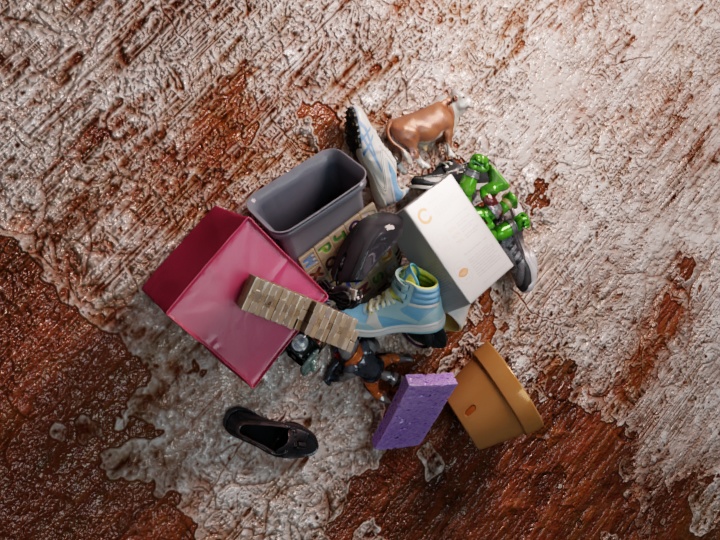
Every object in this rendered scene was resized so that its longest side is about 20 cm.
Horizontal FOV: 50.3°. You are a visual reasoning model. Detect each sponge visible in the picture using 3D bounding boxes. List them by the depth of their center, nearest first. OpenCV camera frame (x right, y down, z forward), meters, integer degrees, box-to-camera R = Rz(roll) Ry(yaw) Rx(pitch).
[{"bbox_3d":[0.103,0.276,1.496,0.110,0.030,0.202,0,133,-28],"label":"sponge"}]

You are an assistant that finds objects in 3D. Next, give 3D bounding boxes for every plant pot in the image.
[{"bbox_3d":[0.258,0.267,1.554,0.139,0.200,0.201,-34,113,0],"label":"plant pot"}]

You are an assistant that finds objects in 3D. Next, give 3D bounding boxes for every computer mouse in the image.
[{"bbox_3d":[-0.003,-0.030,1.285,0.053,0.138,0.201,47,70,-28],"label":"computer mouse"}]

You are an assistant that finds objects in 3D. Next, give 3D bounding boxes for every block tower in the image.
[{"bbox_3d":[-0.096,0.065,1.182,0.198,0.058,0.055,25,87,-30],"label":"block tower"}]

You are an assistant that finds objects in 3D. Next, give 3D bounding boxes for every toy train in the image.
[{"bbox_3d":[-0.091,0.116,1.347,0.085,0.200,0.114,37,78,5],"label":"toy train"}]

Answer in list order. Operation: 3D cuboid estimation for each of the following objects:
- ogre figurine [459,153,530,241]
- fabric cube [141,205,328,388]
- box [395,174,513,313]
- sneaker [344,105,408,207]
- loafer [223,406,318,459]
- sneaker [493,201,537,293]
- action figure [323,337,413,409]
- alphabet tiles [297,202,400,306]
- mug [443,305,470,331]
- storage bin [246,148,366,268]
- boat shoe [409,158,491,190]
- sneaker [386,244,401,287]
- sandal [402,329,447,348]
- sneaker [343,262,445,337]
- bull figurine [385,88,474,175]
[{"bbox_3d":[0.237,-0.119,1.462,0.120,0.098,0.200,-44,144,-2],"label":"ogre figurine"},{"bbox_3d":[-0.209,0.037,1.262,0.197,0.199,0.200,-49,116,-12],"label":"fabric cube"},{"bbox_3d":[0.156,-0.046,1.372,0.124,0.097,0.201,-36,93,-26],"label":"box"},{"bbox_3d":[0.028,-0.215,1.410,0.072,0.072,0.202,-31,115,-13],"label":"sneaker"},{"bbox_3d":[-0.158,0.310,1.410,0.198,0.063,0.073,26,87,-28],"label":"loafer"},{"bbox_3d":[0.290,-0.040,1.576,0.112,0.075,0.203,-19,101,-22],"label":"sneaker"},{"bbox_3d":[0.032,0.158,1.462,0.192,0.104,0.202,32,86,-37],"label":"action figure"},{"bbox_3d":[-0.010,-0.001,1.378,0.166,0.008,0.201,-38,133,-13],"label":"alphabet tiles"},{"bbox_3d":[0.161,0.019,1.503,0.148,0.187,0.155,27,75,5],"label":"mug"},{"bbox_3d":[-0.087,-0.099,1.349,0.199,0.145,0.135,-34,139,-18],"label":"storage bin"},{"bbox_3d":[0.177,-0.188,1.494,0.198,0.075,0.061,-8,104,-38],"label":"boat shoe"},{"bbox_3d":[0.000,0.000,1.431,0.199,0.075,0.117,-28,108,-23],"label":"sneaker"},{"bbox_3d":[0.104,0.111,1.483,0.200,0.074,0.049,46,49,-44],"label":"sandal"},{"bbox_3d":[0.051,0.046,1.356,0.196,0.080,0.132,-4,127,2],"label":"sneaker"},{"bbox_3d":[0.136,-0.266,1.459,0.198,0.065,0.123,-23,105,-21],"label":"bull figurine"}]
